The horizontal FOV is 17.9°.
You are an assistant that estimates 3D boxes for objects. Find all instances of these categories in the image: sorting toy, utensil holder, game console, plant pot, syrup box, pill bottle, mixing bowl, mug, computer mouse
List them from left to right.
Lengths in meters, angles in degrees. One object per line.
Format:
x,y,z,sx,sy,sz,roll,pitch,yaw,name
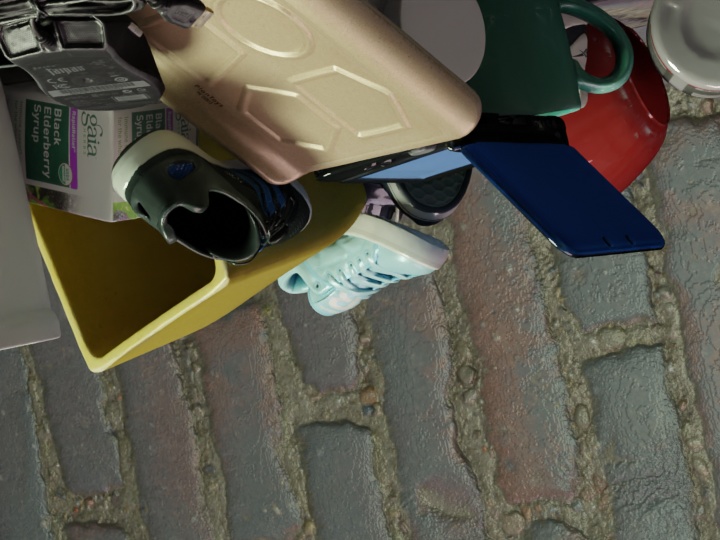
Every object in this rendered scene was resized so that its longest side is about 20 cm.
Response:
-0.302,-0.036,1.515,0.169,0.201,0.170,-12,-179,0,utensil holder
-0.203,-0.091,1.582,0.081,0.079,0.200,-12,-162,-42,syrup box
-0.145,-0.144,1.328,0.140,0.046,0.200,-7,166,19,computer mouse
-0.115,-0.063,1.721,0.200,0.195,0.195,-15,168,-43,plant pot
-0.048,-0.129,1.398,0.185,0.037,0.200,37,149,-28,sorting toy
-0.014,-0.141,1.513,0.112,0.113,0.200,-12,180,-44,pill bottle
0.091,-0.162,1.707,0.185,0.115,0.152,-13,180,-38,mug
0.091,-0.045,1.582,0.170,0.119,0.200,-17,174,26,game console
0.209,-0.155,2.047,0.108,0.201,0.200,-23,176,23,mixing bowl
0.305,-0.208,1.980,0.113,0.114,0.200,-12,180,5,pill bottle

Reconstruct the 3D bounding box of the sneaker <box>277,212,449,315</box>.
0.000,0.000,1.789,0.074,0.082,0.200,18,175,-29,sneaker

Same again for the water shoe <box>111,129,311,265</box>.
-0.088,-0.031,1.500,0.072,0.079,0.200,-45,151,17,water shoe

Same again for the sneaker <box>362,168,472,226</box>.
0.028,-0.069,1.831,0.077,0.147,0.203,8,-141,-16,sneaker

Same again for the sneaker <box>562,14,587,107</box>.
0.110,-0.159,1.941,0.198,0.130,0.079,-12,179,28,sneaker
